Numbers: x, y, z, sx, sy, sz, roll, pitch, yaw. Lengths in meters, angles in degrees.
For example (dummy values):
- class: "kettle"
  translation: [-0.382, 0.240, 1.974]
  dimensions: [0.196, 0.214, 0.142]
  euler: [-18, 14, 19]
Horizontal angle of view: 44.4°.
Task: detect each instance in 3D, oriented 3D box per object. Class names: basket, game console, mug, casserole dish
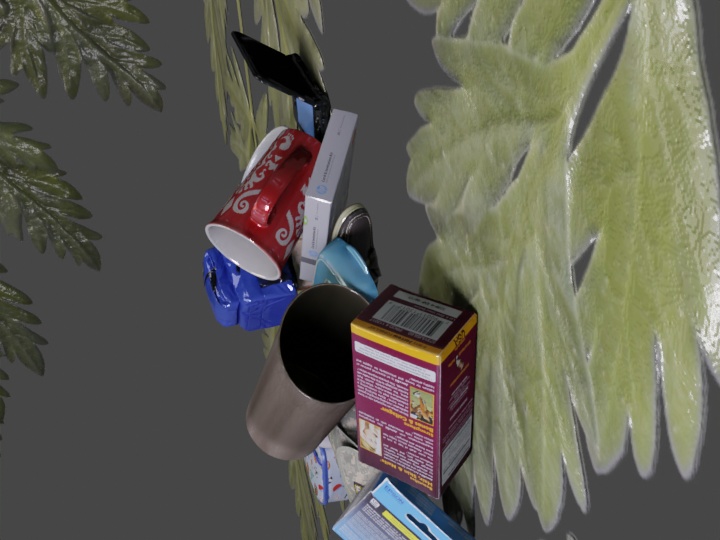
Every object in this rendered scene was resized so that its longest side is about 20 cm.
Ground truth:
- class: "basket"
  translation: [-0.068, 0.145, 1.132]
  dimensions: [0.201, 0.134, 0.182]
  euler: [121, 170, -46]
- class: "game console"
  translation: [-0.128, -0.276, 1.419]
  dimensions: [0.201, 0.114, 0.178]
  euler: [-118, 21, -50]
- class: "mug"
  translation: [-0.115, -0.106, 1.332]
  dimensions: [0.133, 0.201, 0.176]
  euler: [43, 155, -27]
- class: "casserole dish"
  translation: [-0.029, 0.046, 1.213]
  dimensions: [0.122, 0.038, 0.201]
  euler: [54, 153, 28]

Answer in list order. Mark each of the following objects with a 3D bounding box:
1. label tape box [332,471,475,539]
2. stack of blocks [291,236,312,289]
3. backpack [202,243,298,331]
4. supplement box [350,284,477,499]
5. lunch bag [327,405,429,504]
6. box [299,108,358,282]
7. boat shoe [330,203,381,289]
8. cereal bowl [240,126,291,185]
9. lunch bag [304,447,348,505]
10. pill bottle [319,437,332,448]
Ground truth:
- class: "label tape box"
  translation: [0.062, 0.315, 1.084]
  dimensions: [0.143, 0.066, 0.201]
  euler: [40, 142, 5]
- class: "stack of blocks"
  translation: [-0.115, -0.069, 1.661]
  dimensions: [0.115, 0.058, 0.203]
  euler: [151, 107, -76]
- class: "backpack"
  translation: [-0.208, -0.010, 1.621]
  dimensions: [0.163, 0.165, 0.203]
  euler: [120, 137, -60]
- class: "supplement box"
  translation: [0.059, 0.132, 0.962]
  dimensions: [0.109, 0.086, 0.203]
  euler: [19, 129, 29]
- class: "lunch bag"
  translation: [0.025, 0.264, 1.229]
  dimensions: [0.200, 0.116, 0.166]
  euler: [-126, 18, -56]
- class: "box"
  translation: [-0.046, -0.099, 1.245]
  dimensions: [0.201, 0.040, 0.158]
  euler: [102, -177, -58]
- class: "boat shoe"
  translation: [0.000, 0.000, 1.248]
  dimensions: [0.065, 0.073, 0.202]
  euler: [39, 143, 37]
- class: "cereal bowl"
  translation: [-0.134, -0.141, 1.529]
  dimensions: [0.200, 0.082, 0.203]
  euler: [-36, 45, 46]
- class: "lunch bag"
  translation: [-0.077, 0.377, 1.852]
  dimensions: [0.200, 0.074, 0.163]
  euler: [-128, 31, -59]
- class: "pill bottle"
  translation: [-0.064, 0.227, 1.445]
  dimensions: [0.200, 0.111, 0.114]
  euler: [151, 107, -76]
